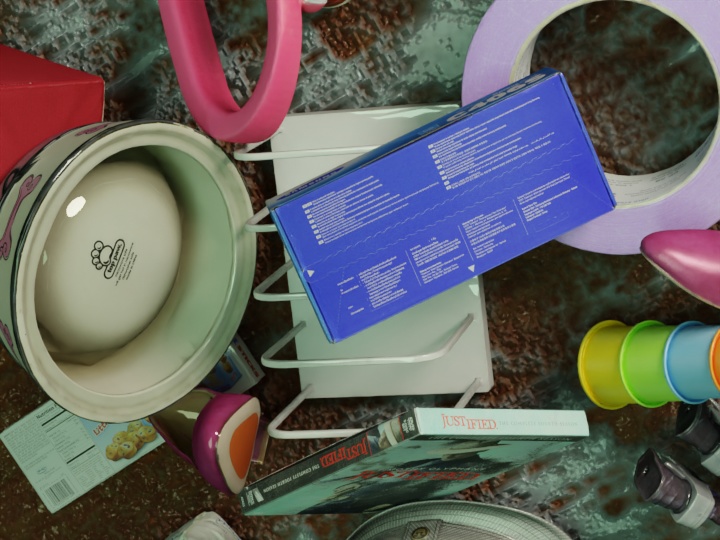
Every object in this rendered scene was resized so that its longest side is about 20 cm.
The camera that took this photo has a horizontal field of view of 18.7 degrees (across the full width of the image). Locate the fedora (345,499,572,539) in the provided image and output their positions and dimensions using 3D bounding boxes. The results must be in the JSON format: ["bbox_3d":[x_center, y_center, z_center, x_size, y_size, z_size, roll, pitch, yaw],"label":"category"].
[{"bbox_3d":[0.061,0.252,1.503,0.198,0.090,0.178,2,118,15],"label":"fedora"}]

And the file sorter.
[{"bbox_3d":[0.000,0.000,1.459,0.138,0.125,0.202,-3,102,17],"label":"file sorter"}]

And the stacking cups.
[{"bbox_3d":[0.226,0.062,1.385,0.199,0.060,0.061,-1,106,53],"label":"stacking cups"}]

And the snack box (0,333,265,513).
[{"bbox_3d":[-0.168,0.098,1.586,0.199,0.024,0.072,-33,93,21],"label":"snack box"}]

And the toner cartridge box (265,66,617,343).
[{"bbox_3d":[0.050,-0.041,1.358,0.199,0.043,0.096,-25,101,-3],"label":"toner cartridge box"}]

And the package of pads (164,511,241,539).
[{"bbox_3d":[-0.104,0.294,1.592,0.154,0.068,0.200,-41,90,22],"label":"package of pads"}]

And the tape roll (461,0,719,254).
[{"bbox_3d":[0.167,-0.115,1.400,0.198,0.066,0.202,5,110,13],"label":"tape roll"}]

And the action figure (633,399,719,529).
[{"bbox_3d":[0.281,0.165,1.445,0.199,0.069,0.130,36,104,-10],"label":"action figure"}]

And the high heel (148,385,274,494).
[{"bbox_3d":[-0.115,0.107,1.458,0.095,0.200,0.068,14,84,5],"label":"high heel"}]

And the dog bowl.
[{"bbox_3d":[-0.164,-0.006,1.429,0.073,0.199,0.202,19,111,44],"label":"dog bowl"}]

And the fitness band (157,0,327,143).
[{"bbox_3d":[-0.083,-0.180,1.427,0.144,0.037,0.201,-44,53,44],"label":"fitness band"}]

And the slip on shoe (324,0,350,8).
[{"bbox_3d":[-0.020,-0.272,1.430,0.073,0.061,0.202,9,101,17],"label":"slip on shoe"}]

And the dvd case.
[{"bbox_3d":[0.032,0.127,1.435,0.200,0.145,0.022,-30,64,46],"label":"dvd case"}]

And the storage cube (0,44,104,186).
[{"bbox_3d":[-0.294,-0.058,1.472,0.199,0.179,0.173,21,112,49],"label":"storage cube"}]

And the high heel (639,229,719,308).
[{"bbox_3d":[0.275,-0.017,1.368,0.199,0.068,0.096,17,118,-16],"label":"high heel"}]
